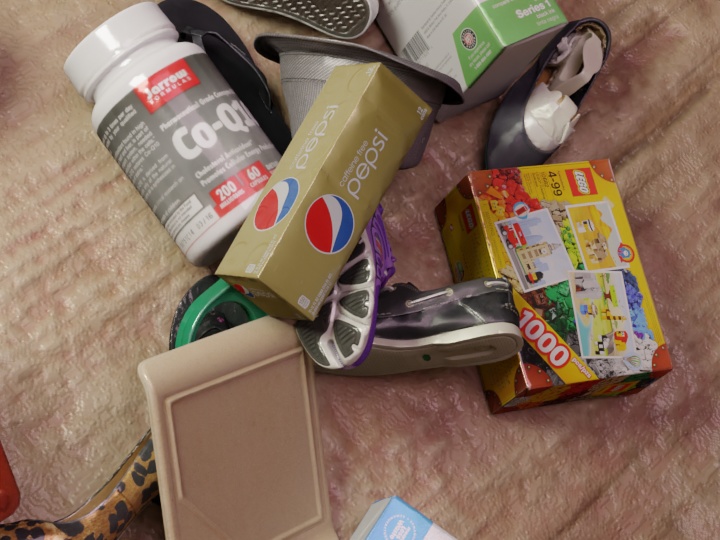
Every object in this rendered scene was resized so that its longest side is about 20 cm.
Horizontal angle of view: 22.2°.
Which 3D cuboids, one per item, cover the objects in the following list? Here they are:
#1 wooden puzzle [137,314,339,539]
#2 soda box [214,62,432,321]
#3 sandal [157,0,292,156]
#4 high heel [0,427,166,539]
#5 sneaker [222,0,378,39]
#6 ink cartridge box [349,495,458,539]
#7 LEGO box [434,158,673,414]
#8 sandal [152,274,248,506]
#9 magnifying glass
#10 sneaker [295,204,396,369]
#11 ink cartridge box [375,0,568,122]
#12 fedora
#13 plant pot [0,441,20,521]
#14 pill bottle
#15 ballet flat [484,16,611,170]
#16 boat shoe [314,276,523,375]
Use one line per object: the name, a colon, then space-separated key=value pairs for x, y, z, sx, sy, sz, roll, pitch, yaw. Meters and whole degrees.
wooden puzzle: x=-0.093 y=0.147 z=1.400 sx=0.185 sy=0.037 sz=0.201 roll=-19 pitch=102 yaw=-51
soda box: x=-0.027 y=-0.063 z=1.418 sx=0.064 sy=0.068 sz=0.200 roll=38 pitch=72 yaw=-30
sandal: x=-0.109 y=-0.158 z=1.583 sx=0.076 sy=0.043 sz=0.200 roll=-32 pitch=83 yaw=-30
high heel: x=-0.205 y=0.155 z=1.372 sx=0.199 sy=0.071 sz=0.143 roll=6 pitch=85 yaw=-29
sneaker: x=-0.076 y=-0.269 z=1.645 sx=0.199 sy=0.073 sz=0.085 roll=28 pitch=25 yaw=0
ink cartridge box: x=0.069 y=0.282 z=1.442 sx=0.200 sy=0.068 sz=0.116 roll=36 pitch=71 yaw=-5
LEGO box: x=0.168 y=0.014 z=1.604 sx=0.148 sy=0.077 sz=0.201 roll=-7 pitch=71 yaw=-24
sandal: x=-0.122 y=0.093 z=1.466 sx=0.075 sy=0.048 sz=0.201 roll=18 pitch=63 yaw=-14
magnifying glass: x=-0.081 y=0.006 z=1.442 sx=0.080 sy=0.022 sz=0.201 roll=39 pitch=71 yaw=-40
sneaker: x=0.000 y=0.000 z=1.474 sx=0.083 sy=0.080 sz=0.201 roll=40 pitch=36 yaw=-34
ink cartridge box: x=0.076 y=-0.259 z=1.644 sx=0.084 sy=0.146 sz=0.200 roll=-25 pitch=80 yaw=-30
fedora: x=-0.006 y=-0.135 z=1.556 sx=0.176 sy=0.200 sz=0.091 roll=11 pitch=90 yaw=25
plant pot: x=-0.344 y=0.115 z=1.243 sx=0.199 sy=0.176 sz=0.201 roll=-30 pitch=120 yaw=-29
pill bottle: x=-0.148 y=-0.114 z=1.506 sx=0.114 sy=0.114 sz=0.200 roll=-33 pitch=84 yaw=-30
ballet flat: x=0.178 y=-0.161 z=1.685 sx=0.073 sy=0.073 sz=0.200 roll=35 pitch=59 yaw=-5
boat shoe: x=0.032 y=0.046 z=1.517 sx=0.199 sy=0.072 sz=0.068 roll=-7 pitch=65 yaw=3
